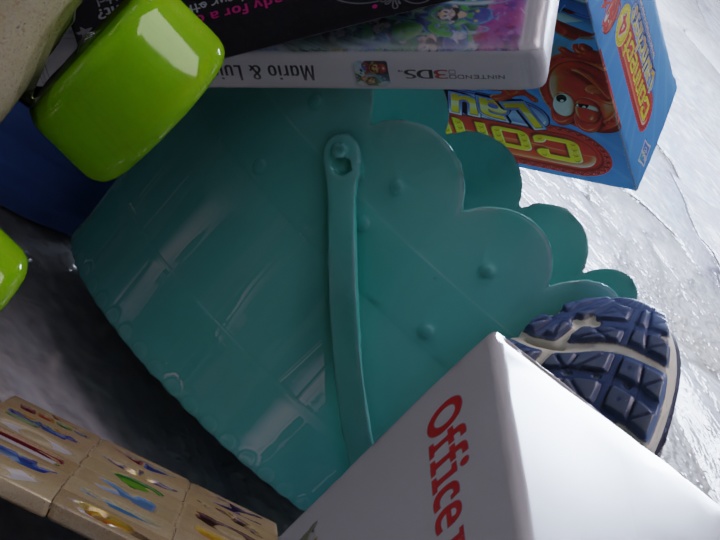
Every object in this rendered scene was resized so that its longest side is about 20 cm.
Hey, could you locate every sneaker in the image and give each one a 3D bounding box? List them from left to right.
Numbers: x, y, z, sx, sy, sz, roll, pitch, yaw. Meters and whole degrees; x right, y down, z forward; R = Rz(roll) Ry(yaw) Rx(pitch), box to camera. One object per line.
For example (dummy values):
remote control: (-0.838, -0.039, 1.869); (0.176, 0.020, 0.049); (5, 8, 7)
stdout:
sneaker: (0.058, 0.105, 0.854); (0.077, 0.200, 0.085); (19, -13, 32)

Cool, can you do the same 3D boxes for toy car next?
toy car: (-0.156, -0.070, 0.749); (0.164, 0.158, 0.200); (45, -10, -12)

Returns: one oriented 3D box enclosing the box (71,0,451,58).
box: (-0.054, -0.176, 0.840); (0.115, 0.132, 0.200); (75, 0, -47)

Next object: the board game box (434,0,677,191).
board game box: (0.016, -0.122, 1.021); (0.199, 0.056, 0.196); (12, -25, 22)

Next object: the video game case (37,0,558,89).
video game case: (-0.013, -0.141, 0.894); (0.024, 0.181, 0.200); (78, 18, -48)

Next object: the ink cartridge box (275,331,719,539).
ink cartridge box: (-0.001, 0.131, 0.587); (0.085, 0.200, 0.145); (40, 18, -19)

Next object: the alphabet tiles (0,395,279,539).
alphabet tiles: (-0.069, 0.067, 0.744); (0.166, 0.006, 0.200); (27, 0, -3)

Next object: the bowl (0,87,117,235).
bowl: (-0.151, -0.099, 1.021); (0.201, 0.039, 0.201); (41, 18, -16)

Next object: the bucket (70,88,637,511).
bucket: (0.000, 0.000, 0.945); (0.207, 0.135, 0.207); (43, 9, -8)
